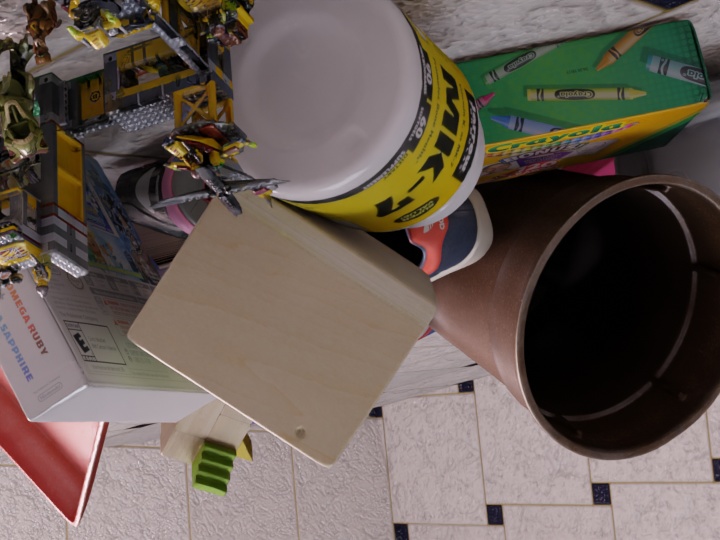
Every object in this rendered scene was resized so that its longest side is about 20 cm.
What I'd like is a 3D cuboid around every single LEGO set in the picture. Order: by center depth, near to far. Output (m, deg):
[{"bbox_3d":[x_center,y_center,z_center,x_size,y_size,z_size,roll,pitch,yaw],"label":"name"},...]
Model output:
[{"bbox_3d":[-0.141,-0.058,0.652,0.199,0.116,0.154,-12,155,11],"label":"LEGO set"}]

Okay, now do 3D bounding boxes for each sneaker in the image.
[{"bbox_3d":[0.000,0.000,1.031,0.084,0.075,0.200,-6,154,-42],"label":"sneaker"},{"bbox_3d":[-0.093,-0.047,1.047,0.095,0.079,0.200,-7,169,35],"label":"sneaker"}]

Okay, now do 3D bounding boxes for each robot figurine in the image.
[{"bbox_3d":[0.288,-0.094,1.088,0.200,0.113,0.169,-18,152,32],"label":"robot figurine"}]

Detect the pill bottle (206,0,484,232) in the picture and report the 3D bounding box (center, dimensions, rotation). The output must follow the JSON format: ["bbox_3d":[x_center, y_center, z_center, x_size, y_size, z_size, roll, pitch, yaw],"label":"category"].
[{"bbox_3d":[0.001,-0.082,0.795,0.114,0.115,0.200,-15,171,16],"label":"pill bottle"}]

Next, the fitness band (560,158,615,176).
[{"bbox_3d":[0.195,-0.027,1.241,0.200,0.144,0.037,-37,-138,-20],"label":"fitness band"}]

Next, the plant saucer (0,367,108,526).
[{"bbox_3d":[-0.234,0.055,0.992,0.037,0.200,0.200,-37,164,-33],"label":"plant saucer"}]

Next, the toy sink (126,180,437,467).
[{"bbox_3d":[-0.041,0.022,0.849,0.112,0.130,0.200,-57,-177,5],"label":"toy sink"}]

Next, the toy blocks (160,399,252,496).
[{"bbox_3d":[-0.100,0.048,1.098,0.100,0.200,0.137,20,117,-20],"label":"toy blocks"}]

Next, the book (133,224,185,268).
[{"bbox_3d":[-0.110,-0.029,1.205,0.199,0.048,0.134,-14,172,-7],"label":"book"}]

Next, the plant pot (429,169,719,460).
[{"bbox_3d":[0.145,0.008,1.072,0.200,0.201,0.198,-8,-162,-26],"label":"plant pot"}]

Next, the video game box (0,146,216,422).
[{"bbox_3d":[-0.172,0.002,0.858,0.047,0.182,0.200,-31,167,10],"label":"video game box"}]

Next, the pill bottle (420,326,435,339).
[{"bbox_3d":[0.074,-0.016,1.245,0.112,0.112,0.200,-21,-178,43],"label":"pill bottle"}]

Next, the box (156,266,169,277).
[{"bbox_3d":[-0.161,0.030,1.045,0.200,0.039,0.041,-14,149,22],"label":"box"}]

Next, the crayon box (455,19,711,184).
[{"bbox_3d":[0.117,-0.105,0.977,0.199,0.058,0.119,-11,171,-4],"label":"crayon box"}]

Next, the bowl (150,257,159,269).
[{"bbox_3d":[-0.248,0.024,1.111,0.200,0.039,0.201,-1,151,-1],"label":"bowl"}]
